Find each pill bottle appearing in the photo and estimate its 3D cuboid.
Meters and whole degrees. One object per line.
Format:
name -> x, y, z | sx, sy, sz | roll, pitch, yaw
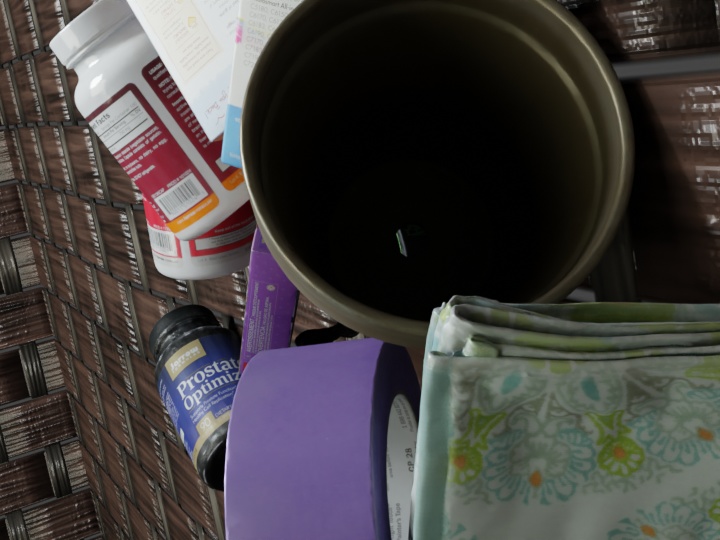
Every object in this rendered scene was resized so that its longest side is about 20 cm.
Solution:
pill bottle -> -0.170, -0.136, 0.959 | 0.201, 0.113, 0.113 | 54, 159, -13
pill bottle -> -0.161, -0.103, 1.087 | 0.112, 0.111, 0.204 | 31, 131, 57
pill bottle -> -0.161, 0.135, 1.233 | 0.201, 0.110, 0.113 | 53, 149, 39

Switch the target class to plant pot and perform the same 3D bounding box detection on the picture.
plant pot -> 0.037, -0.042, 0.629 | 0.174, 0.197, 0.203 | 94, 154, -73

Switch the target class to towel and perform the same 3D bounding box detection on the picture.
towel -> 0.108, 0.100, 0.544 | 0.049, 0.168, 0.203 | -91, 3, -54

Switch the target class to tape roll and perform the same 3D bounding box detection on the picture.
tape roll -> -0.009, 0.144, 0.663 | 0.200, 0.083, 0.204 | -7, -90, -77

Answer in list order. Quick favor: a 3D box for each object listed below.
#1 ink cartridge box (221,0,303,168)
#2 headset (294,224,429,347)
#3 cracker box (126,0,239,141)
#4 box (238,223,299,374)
ink cartridge box -> -0.024, -0.168, 0.699 | 0.067, 0.115, 0.203 | 17, 116, 14
headset -> 0.000, 0.000, 0.813 | 0.201, 0.093, 0.125 | 105, 143, -61
cracker box -> -0.102, -0.217, 0.823 | 0.133, 0.058, 0.202 | -32, 86, 25
box -> -0.057, -0.037, 0.866 | 0.138, 0.038, 0.202 | 102, 176, -46
